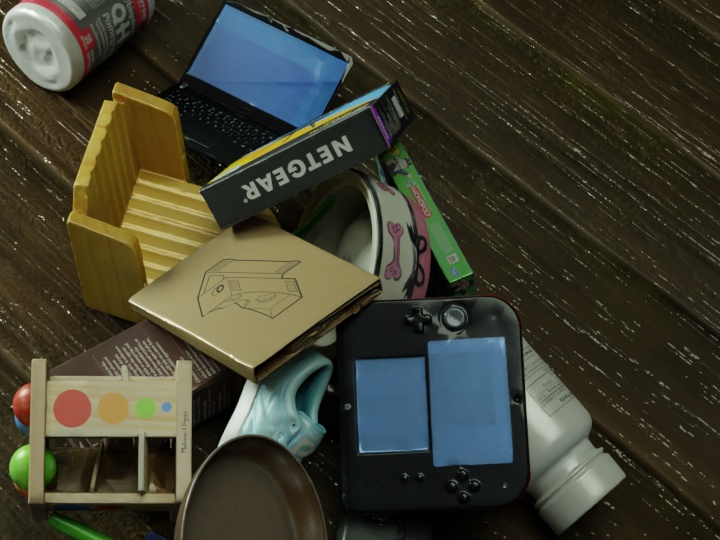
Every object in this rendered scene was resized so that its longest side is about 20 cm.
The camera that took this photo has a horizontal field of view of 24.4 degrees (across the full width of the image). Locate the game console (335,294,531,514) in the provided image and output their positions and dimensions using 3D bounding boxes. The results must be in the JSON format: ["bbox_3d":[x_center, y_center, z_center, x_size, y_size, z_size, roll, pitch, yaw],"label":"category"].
[{"bbox_3d":[0.067,0.125,1.558,0.176,0.031,0.201,-2,78,-2],"label":"game console"}]

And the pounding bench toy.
[{"bbox_3d":[-0.229,0.188,1.463,0.155,0.124,0.201,1,74,-9],"label":"pounding bench toy"}]

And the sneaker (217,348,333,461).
[{"bbox_3d":[-0.079,0.163,1.565,0.082,0.074,0.201,4,71,35],"label":"sneaker"}]

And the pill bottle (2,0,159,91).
[{"bbox_3d":[-0.307,-0.303,1.915,0.110,0.111,0.200,31,53,14],"label":"pill bottle"}]

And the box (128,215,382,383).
[{"bbox_3d":[-0.103,0.023,1.597,0.163,0.021,0.200,-35,41,-27],"label":"box"}]

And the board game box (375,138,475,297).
[{"bbox_3d":[0.070,-0.032,1.756,0.029,0.135,0.201,-22,58,-7],"label":"board game box"}]

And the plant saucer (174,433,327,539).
[{"bbox_3d":[-0.099,0.243,1.436,0.032,0.200,0.201,-10,40,33],"label":"plant saucer"}]

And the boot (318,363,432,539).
[{"bbox_3d":[-0.014,0.193,1.610,0.164,0.066,0.201,5,55,-5],"label":"boot"}]

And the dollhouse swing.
[{"bbox_3d":[-0.184,-0.061,1.720,0.175,0.182,0.201,6,49,8],"label":"dollhouse swing"}]

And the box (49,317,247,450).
[{"bbox_3d":[-0.198,0.108,1.618,0.199,0.075,0.100,-27,61,-24],"label":"box"}]

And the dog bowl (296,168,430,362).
[{"bbox_3d":[0.000,0.000,1.688,0.073,0.200,0.201,9,48,-27],"label":"dog bowl"}]

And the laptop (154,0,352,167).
[{"bbox_3d":[-0.132,-0.205,1.871,0.177,0.104,0.200,26,29,11],"label":"laptop"}]

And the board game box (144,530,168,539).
[{"bbox_3d":[-0.133,0.335,1.477,0.199,0.045,0.135,25,51,9],"label":"board game box"}]

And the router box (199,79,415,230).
[{"bbox_3d":[-0.051,-0.119,1.692,0.051,0.199,0.149,62,17,-10],"label":"router box"}]

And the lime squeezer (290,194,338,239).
[{"bbox_3d":[-0.082,0.006,1.712,0.038,0.201,0.071,28,5,-38],"label":"lime squeezer"}]

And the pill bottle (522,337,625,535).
[{"bbox_3d":[0.161,0.154,1.628,0.114,0.114,0.200,-34,78,-32],"label":"pill bottle"}]
